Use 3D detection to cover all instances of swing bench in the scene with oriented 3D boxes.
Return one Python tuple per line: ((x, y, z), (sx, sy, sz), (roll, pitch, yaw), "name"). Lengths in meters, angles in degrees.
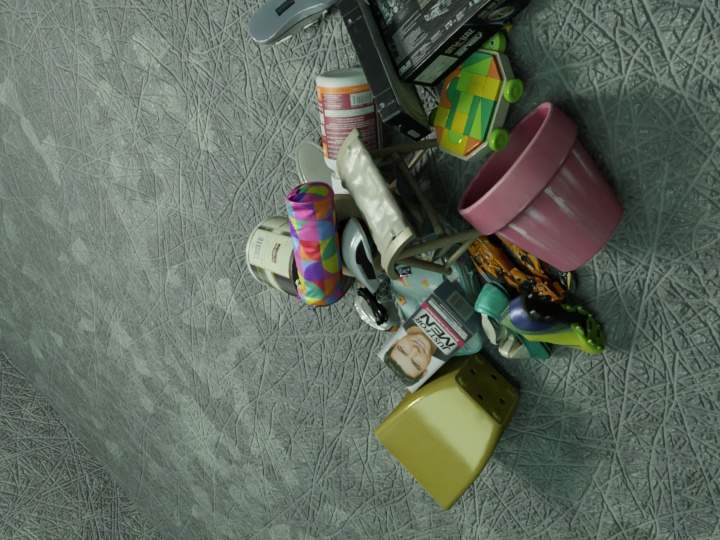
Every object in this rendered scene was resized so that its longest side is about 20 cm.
((0.070, -0.102, 0.997), (0.130, 0.196, 0.202), (-49, 57, 42), "swing bench")

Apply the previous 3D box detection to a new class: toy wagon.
((0.173, -0.271, 0.935), (0.154, 0.039, 0.205), (35, 117, 48), "toy wagon")

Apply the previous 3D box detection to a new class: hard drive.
((0.041, -0.307, 0.958), (0.037, 0.139, 0.205), (-26, 77, 23), "hard drive")

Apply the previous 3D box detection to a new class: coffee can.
((-0.119, -0.024, 1.225), (0.198, 0.144, 0.150), (16, 125, 54), "coffee can")

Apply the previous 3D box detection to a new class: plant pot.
((0.268, -0.106, 0.902), (0.178, 0.201, 0.200), (38, 133, -6), "plant pot")
((0.182, 0.269, 1.164), (0.194, 0.195, 0.201), (43, 126, 10), "plant pot")

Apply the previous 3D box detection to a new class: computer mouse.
((0.000, 0.000, 1.057), (0.110, 0.043, 0.203), (-118, 8, -51), "computer mouse")

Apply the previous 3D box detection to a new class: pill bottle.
((-0.015, -0.240, 1.092), (0.107, 0.109, 0.205), (12, 120, 32), "pill bottle")

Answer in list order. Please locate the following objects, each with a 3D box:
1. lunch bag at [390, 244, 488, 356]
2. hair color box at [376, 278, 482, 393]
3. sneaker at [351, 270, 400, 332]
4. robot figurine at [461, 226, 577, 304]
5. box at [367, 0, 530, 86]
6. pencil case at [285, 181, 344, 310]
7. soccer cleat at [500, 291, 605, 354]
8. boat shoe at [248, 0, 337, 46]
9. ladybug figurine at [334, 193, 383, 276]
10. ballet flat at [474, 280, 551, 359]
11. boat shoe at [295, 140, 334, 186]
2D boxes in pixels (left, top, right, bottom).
((0.149, 0.056, 1.143), (0.158, 0.077, 0.205), (-10, 107, 41), "lunch bag")
((0.121, 0.119, 1.104), (0.099, 0.060, 0.201), (45, 133, 9), "hair color box")
((0.026, 0.023, 1.187), (0.093, 0.074, 0.202), (-58, 47, 33), "sneaker")
((0.260, -0.006, 1.036), (0.201, 0.058, 0.145), (50, 136, 6), "robot figurine")
((0.118, -0.393, 0.893), (0.199, 0.085, 0.168), (-33, 73, 43), "box")
((-0.075, -0.038, 1.012), (0.087, 0.088, 0.205), (16, 125, 30), "pencil case")
((0.308, 0.089, 0.998), (0.196, 0.066, 0.083), (21, 143, -25), "soccer cleat")
((-0.094, -0.448, 1.072), (0.199, 0.086, 0.076), (-33, 88, 14), "boat shoe")
((-0.016, -0.066, 1.110), (0.135, 0.072, 0.199), (-42, 130, 10), "ladybug figurine")
((0.248, 0.103, 1.049), (0.200, 0.071, 0.067), (47, 171, -30), "ballet flat")
((-0.058, -0.155, 1.204), (0.073, 0.060, 0.202), (-36, 89, 0), "boat shoe")
